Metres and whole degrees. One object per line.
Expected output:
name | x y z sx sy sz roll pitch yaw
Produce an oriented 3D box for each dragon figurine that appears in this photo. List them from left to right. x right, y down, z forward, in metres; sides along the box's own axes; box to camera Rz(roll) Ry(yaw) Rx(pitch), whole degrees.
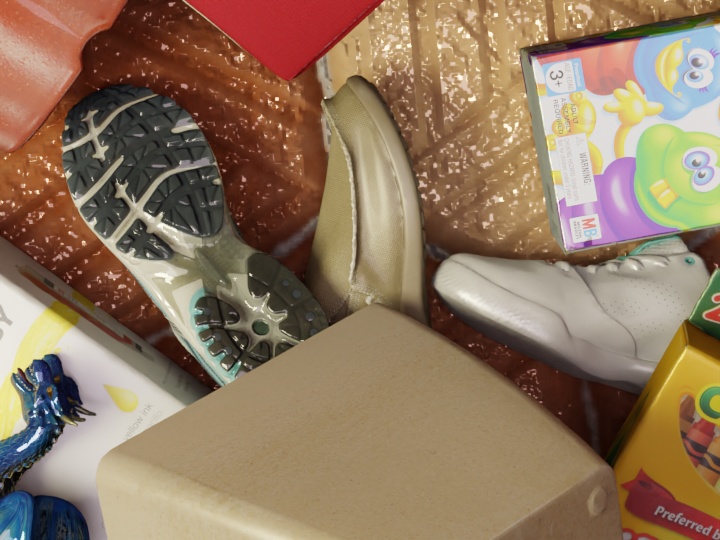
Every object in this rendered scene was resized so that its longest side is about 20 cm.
dragon figurine | -0.171 0.140 1.357 0.099 0.059 0.200 -11 76 19

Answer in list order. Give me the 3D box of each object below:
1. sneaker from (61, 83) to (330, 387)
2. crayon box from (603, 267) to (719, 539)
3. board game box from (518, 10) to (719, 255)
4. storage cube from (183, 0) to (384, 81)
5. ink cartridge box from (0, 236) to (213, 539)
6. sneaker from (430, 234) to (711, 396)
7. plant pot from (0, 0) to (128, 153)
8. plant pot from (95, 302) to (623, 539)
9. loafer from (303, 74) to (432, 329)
sneaker | -0.093 -0.004 1.434 0.078 0.086 0.200 -29 73 -16
crayon box | 0.185 0.115 1.401 0.127 0.051 0.200 27 105 -2
board game box | 0.190 -0.081 1.410 0.200 0.105 0.103 -10 97 1
storage cube | -0.024 -0.232 1.311 0.200 0.171 0.180 39 131 -15
ink cartridge box | -0.179 0.084 1.441 0.200 0.083 0.145 36 97 -5
sneaker | 0.137 0.016 1.448 0.200 0.075 0.089 21 86 -10
plant pot | -0.211 -0.171 1.362 0.195 0.201 0.201 33 96 -13
plant pot | 0.020 0.155 1.318 0.200 0.177 0.200 -29 119 -38
loafer | 0.000 0.000 1.435 0.067 0.076 0.200 -10 98 -5
